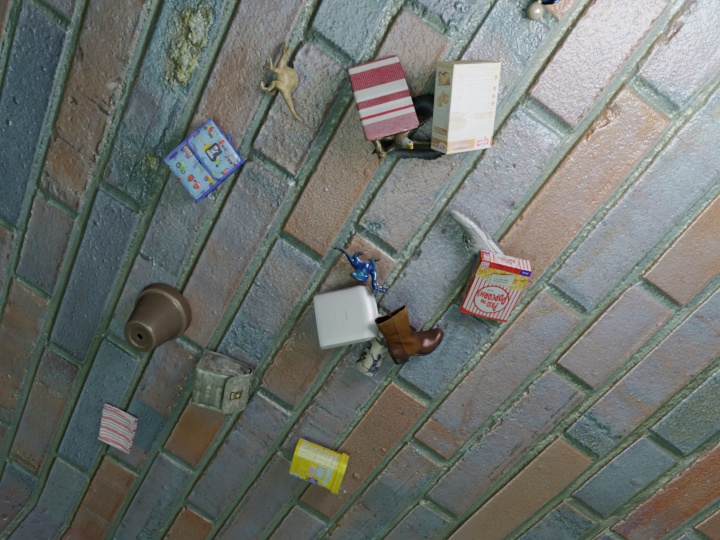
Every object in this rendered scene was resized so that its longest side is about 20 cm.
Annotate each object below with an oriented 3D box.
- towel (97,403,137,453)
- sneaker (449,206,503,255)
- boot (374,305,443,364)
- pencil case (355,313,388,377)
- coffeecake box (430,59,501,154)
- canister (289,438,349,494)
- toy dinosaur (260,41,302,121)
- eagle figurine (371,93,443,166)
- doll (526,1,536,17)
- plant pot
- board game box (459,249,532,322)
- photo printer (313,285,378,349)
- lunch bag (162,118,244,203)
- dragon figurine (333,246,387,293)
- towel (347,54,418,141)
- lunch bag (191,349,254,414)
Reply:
[{"bbox_3d":[-0.959,0.627,2.127,0.142,0.030,0.205,25,117,1],"label":"towel"},{"bbox_3d":[0.312,-0.090,1.510,0.200,0.075,0.082,44,114,-11],"label":"sneaker"},{"bbox_3d":[0.150,0.172,1.624,0.182,0.070,0.204,-20,128,4],"label":"boot"},{"bbox_3d":[0.048,0.242,1.718,0.075,0.090,0.205,9,120,-25],"label":"pencil case"},{"bbox_3d":[0.258,-0.405,1.336,0.149,0.073,0.207,-13,118,-28],"label":"coffeecake box"},{"bbox_3d":[-0.152,0.708,1.968,0.193,0.087,0.153,19,117,4],"label":"canister"},{"bbox_3d":[-0.212,-0.495,1.443,0.097,0.059,0.207,-1,114,11],"label":"toy dinosaur"},{"bbox_3d":[0.123,-0.351,1.420,0.194,0.154,0.153,-22,157,-11],"label":"eagle figurine"},{"bbox_3d":[0.431,-0.678,1.231,0.131,0.049,0.205,15,123,-6],"label":"doll"},{"bbox_3d":[-0.685,0.170,1.781,0.192,0.176,0.208,5,115,10],"label":"plant pot"},{"bbox_3d":[0.381,0.047,1.544,0.146,0.047,0.205,12,130,-1],"label":"board game box"},{"bbox_3d":[-0.041,0.141,1.660,0.193,0.069,0.173,-12,81,17],"label":"photo printer"},{"bbox_3d":[-0.441,-0.324,1.564,0.198,0.094,0.152,-37,103,11],"label":"lunch bag"},{"bbox_3d":[0.000,0.000,1.605,0.193,0.059,0.103,20,88,-6],"label":"dragon figurine"},{"bbox_3d":[0.055,-0.433,1.357,0.139,0.023,0.207,-14,76,-3],"label":"towel"},{"bbox_3d":[-0.473,0.395,1.875,0.193,0.119,0.169,16,116,-3],"label":"lunch bag"}]
